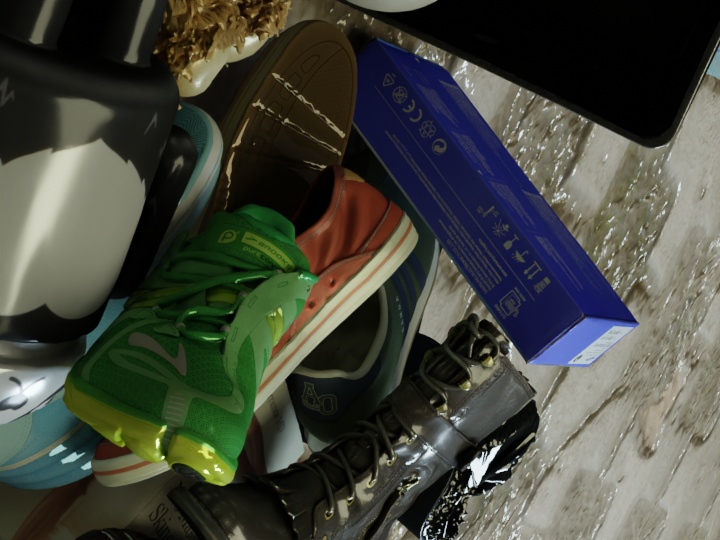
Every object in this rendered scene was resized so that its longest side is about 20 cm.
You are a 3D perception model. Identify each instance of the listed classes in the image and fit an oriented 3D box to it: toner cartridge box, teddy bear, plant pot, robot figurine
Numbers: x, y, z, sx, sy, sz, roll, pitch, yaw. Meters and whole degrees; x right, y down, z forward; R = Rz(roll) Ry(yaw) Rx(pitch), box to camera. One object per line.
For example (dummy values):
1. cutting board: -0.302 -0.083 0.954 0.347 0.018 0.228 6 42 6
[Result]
1. toner cartridge box: 0.068 -0.037 0.929 0.043 0.200 0.095 -41 159 17
2. teddy bear: -0.065 -0.167 0.695 0.145 0.067 0.200 -57 157 -43
3. plant pot: 0.132 -0.197 0.900 0.200 0.200 0.177 -66 165 13
4. robot figurine: -0.142 -0.036 0.637 0.125 0.150 0.200 -102 -146 -72

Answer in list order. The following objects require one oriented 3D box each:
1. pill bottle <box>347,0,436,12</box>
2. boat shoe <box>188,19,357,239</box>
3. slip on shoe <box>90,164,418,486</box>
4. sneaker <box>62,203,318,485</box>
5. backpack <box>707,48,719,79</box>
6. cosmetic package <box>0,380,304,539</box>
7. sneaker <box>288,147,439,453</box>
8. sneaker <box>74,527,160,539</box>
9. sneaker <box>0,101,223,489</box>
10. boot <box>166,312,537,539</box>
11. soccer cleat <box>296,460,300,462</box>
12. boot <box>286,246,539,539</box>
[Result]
1. pill bottle: 0.032 -0.189 0.728 0.114 0.114 0.200 -52 -177 -15
2. boat shoe: -0.067 -0.038 0.845 0.072 0.065 0.201 27 85 -44
3. slip on shoe: -0.057 0.026 0.790 0.200 0.061 0.074 -45 -167 -20
4. sneaker: -0.063 0.019 0.655 0.084 0.074 0.200 -63 -174 17
5. backpack: 0.291 -0.219 1.223 0.167 0.127 0.200 -43 153 -7
6. cosmetic package: -0.129 0.122 0.872 0.200 0.087 0.103 -48 151 -22
7. sneaker: 0.000 0.000 0.928 0.090 0.067 0.201 69 28 -58
8. sneaker: -0.105 0.193 0.809 0.116 0.076 0.200 -56 155 2
9. sneaker: -0.126 0.018 0.783 0.200 0.080 0.131 -46 151 -6
10. boot: 0.004 0.087 0.846 0.174 0.069 0.200 -46 156 5
11. soccer cleat: -0.034 0.172 1.108 0.068 0.073 0.200 -55 154 -9
12. boot: 0.043 0.049 1.010 0.200 0.168 0.076 -53 153 -15
